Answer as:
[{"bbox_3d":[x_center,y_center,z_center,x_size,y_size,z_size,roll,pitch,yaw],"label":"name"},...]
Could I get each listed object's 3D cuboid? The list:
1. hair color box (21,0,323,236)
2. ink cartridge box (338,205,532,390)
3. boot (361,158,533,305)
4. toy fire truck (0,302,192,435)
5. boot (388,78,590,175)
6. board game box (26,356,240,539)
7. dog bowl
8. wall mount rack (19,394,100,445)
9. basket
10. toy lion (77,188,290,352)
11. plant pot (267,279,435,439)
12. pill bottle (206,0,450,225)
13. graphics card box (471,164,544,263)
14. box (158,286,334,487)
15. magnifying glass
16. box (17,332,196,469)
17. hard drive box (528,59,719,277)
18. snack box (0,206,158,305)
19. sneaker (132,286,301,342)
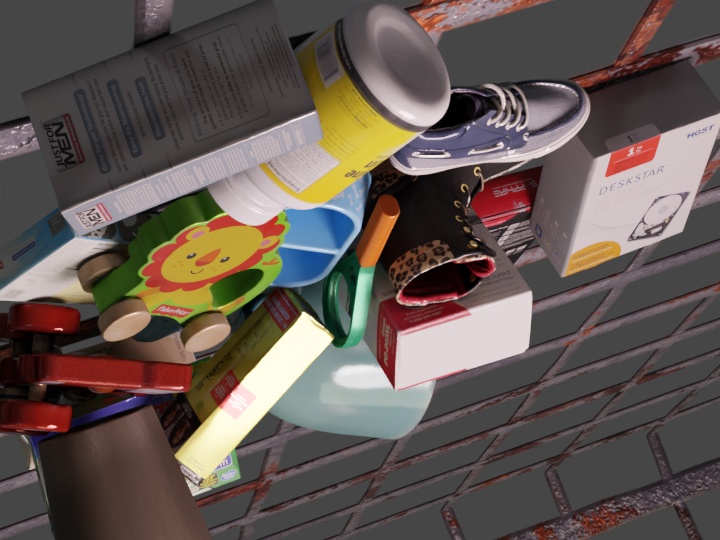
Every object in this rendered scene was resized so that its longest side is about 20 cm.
[{"bbox_3d":[-0.137,-0.113,1.309,0.198,0.100,0.061,-21,164,-2],"label":"hair color box"},{"bbox_3d":[0.059,0.006,1.737,0.144,0.201,0.084,-16,135,-17],"label":"ink cartridge box"},{"bbox_3d":[0.094,-0.057,1.671,0.198,0.152,0.074,-17,142,-6],"label":"boot"},{"bbox_3d":[-0.260,0.100,1.662,0.166,0.114,0.200,8,171,-23],"label":"toy fire truck"},{"bbox_3d":[0.123,-0.138,1.604,0.198,0.073,0.090,-18,168,-12],"label":"boot"},{"bbox_3d":[-0.225,0.180,1.774,0.198,0.029,0.136,-19,120,-17],"label":"board game box"},{"bbox_3d":[-0.059,-0.042,1.647,0.110,0.050,0.200,8,153,-17],"label":"dog bowl"},{"bbox_3d":[-0.249,0.189,1.822,0.198,0.075,0.176,-3,116,-24],"label":"wall mount rack"},{"bbox_3d":[-0.215,0.236,1.645,0.135,0.202,0.179,-17,180,40],"label":"basket"},{"bbox_3d":[-0.135,-0.009,1.562,0.191,0.069,0.199,-34,158,21],"label":"toy lion"},{"bbox_3d":[-0.035,0.076,1.874,0.159,0.203,0.201,3,153,-30],"label":"plant pot"},{"bbox_3d":[-0.033,-0.118,1.402,0.199,0.113,0.111,-34,160,34],"label":"pill bottle"},{"bbox_3d":[0.136,-0.043,1.952,0.124,0.051,0.200,-16,161,-23],"label":"graphics card box"},{"bbox_3d":[-0.117,0.110,1.728,0.200,0.075,0.050,-46,123,5],"label":"box"},{"bbox_3d":[0.000,0.000,1.656,0.022,0.080,0.201,-5,146,-20],"label":"magnifying glass"},{"bbox_3d":[-0.272,0.132,1.898,0.198,0.096,0.078,-18,163,-18],"label":"box"},{"bbox_3d":[0.266,-0.101,1.806,0.154,0.077,0.201,-20,149,-17],"label":"hard drive box"},{"bbox_3d":[-0.233,-0.011,1.606,0.116,0.037,0.199,-31,161,28],"label":"snack box"},{"bbox_3d":[-0.147,0.037,1.783,0.199,0.083,0.074,-30,160,20],"label":"sneaker"}]
